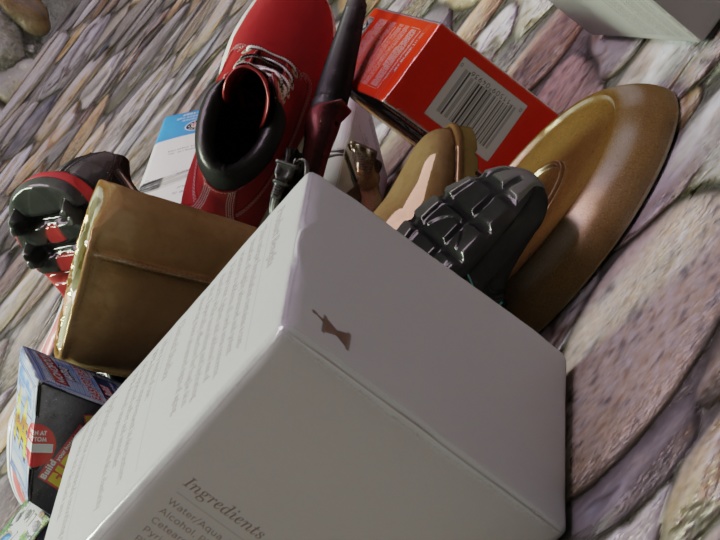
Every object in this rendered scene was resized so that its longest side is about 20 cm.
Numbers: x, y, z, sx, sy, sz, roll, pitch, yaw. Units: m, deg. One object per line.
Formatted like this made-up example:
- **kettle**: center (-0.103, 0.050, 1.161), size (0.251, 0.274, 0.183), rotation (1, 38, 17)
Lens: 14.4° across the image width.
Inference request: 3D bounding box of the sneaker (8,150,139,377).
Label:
- **sneaker**: center (-0.141, 0.015, 1.728), size (0.071, 0.201, 0.098), rotation (-6, 27, 31)

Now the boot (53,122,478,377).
- **boot**: center (-0.047, -0.014, 1.515), size (0.066, 0.199, 0.176), rotation (164, 119, -77)

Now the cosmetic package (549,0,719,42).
- **cosmetic package**: center (0.164, -0.198, 1.641), size (0.108, 0.085, 0.200), rotation (-52, 13, -2)

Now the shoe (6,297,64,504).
- **shoe**: center (-0.190, 0.088, 1.859), size (0.091, 0.071, 0.201), rotation (-80, 10, -68)

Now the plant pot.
- **plant pot**: center (0.098, -0.028, 1.556), size (0.200, 0.027, 0.200), rotation (-49, 15, 18)

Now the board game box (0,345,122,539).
- **board game box**: center (-0.128, 0.142, 1.495), size (0.200, 0.200, 0.062), rotation (-51, 23, 3)

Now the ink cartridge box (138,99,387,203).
- **ink cartridge box**: center (-0.067, -0.038, 1.875), size (0.144, 0.084, 0.200), rotation (-10, 26, 12)

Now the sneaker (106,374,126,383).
- **sneaker**: center (-0.063, 0.059, 1.610), size (0.200, 0.071, 0.099), rotation (8, 21, 41)

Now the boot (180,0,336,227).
- **boot**: center (-0.056, -0.118, 1.728), size (0.144, 0.072, 0.200), rotation (105, -177, -62)

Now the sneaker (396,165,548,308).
- **sneaker**: center (0.035, 0.034, 1.479), size (0.200, 0.079, 0.075), rotation (-50, 27, 3)

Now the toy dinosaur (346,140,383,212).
- **toy dinosaur**: center (0.000, 0.000, 1.705), size (0.200, 0.086, 0.136), rotation (-143, 79, -84)

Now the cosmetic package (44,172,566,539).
- **cosmetic package**: center (-0.027, 0.100, 1.350), size (0.200, 0.166, 0.167), rotation (-47, 15, 23)

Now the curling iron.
- **curling iron**: center (-0.020, -0.097, 1.708), size (0.050, 0.025, 0.200), rotation (93, -168, -46)

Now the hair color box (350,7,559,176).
- **hair color box**: center (0.049, -0.107, 1.759), size (0.061, 0.101, 0.200), rotation (-53, 12, 1)
